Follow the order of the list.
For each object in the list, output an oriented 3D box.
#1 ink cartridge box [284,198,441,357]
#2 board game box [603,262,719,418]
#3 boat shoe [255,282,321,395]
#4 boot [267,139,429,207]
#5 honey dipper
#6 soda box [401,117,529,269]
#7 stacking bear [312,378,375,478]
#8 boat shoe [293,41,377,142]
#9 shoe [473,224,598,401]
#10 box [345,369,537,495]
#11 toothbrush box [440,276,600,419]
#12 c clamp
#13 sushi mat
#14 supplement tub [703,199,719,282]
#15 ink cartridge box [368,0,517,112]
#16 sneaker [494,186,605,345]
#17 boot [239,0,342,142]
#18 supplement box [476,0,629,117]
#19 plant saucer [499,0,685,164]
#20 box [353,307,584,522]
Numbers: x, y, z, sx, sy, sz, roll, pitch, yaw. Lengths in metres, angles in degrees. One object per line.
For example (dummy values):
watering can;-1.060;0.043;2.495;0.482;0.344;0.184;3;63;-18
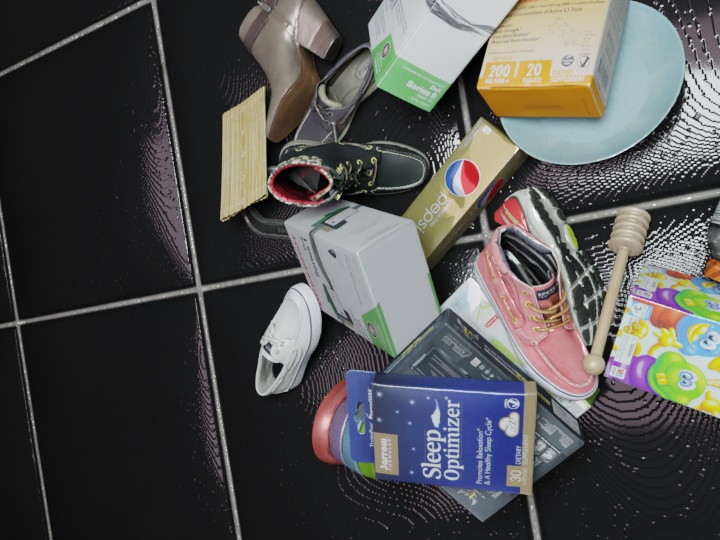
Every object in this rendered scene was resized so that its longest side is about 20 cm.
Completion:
ink cartridge box;0.000;0.000;0.778;0.200;0.084;0.146;24;139;57
board game box;0.373;0.081;0.638;0.200;0.105;0.103;19;119;25
boat shoe;-0.112;0.105;0.895;0.072;0.066;0.200;46;135;26
boot;-0.012;-0.117;0.784;0.203;0.154;0.074;5;111;1
honey dipper;0.275;0.021;0.676;0.038;0.038;0.200;12;64;27
soda box;0.120;-0.092;0.793;0.064;0.068;0.200;45;112;17
stacking bear;0.048;0.224;0.820;0.200;0.114;0.122;7;97;31
boat shoe;-0.036;-0.237;0.865;0.200;0.065;0.072;-44;77;26
shoe;0.195;0.045;0.676;0.071;0.091;0.200;-27;71;-12
box;0.081;0.170;0.658;0.200;0.032;0.121;2;110;14
toothbrush box;0.167;0.125;0.774;0.146;0.086;0.200;-47;71;22
c clamp;-0.102;-0.124;0.920;0.200;0.027;0.171;0;111;29
sushi mat;-0.173;-0.174;0.929;0.096;0.012;0.200;-21;60;30
supplement tub;0.422;-0.072;0.604;0.122;0.122;0.200;22;104;25
ink cartridge box;0.098;-0.310;0.716;0.200;0.084;0.146;-47;33;40
sneaker;0.226;-0.001;0.754;0.085;0.077;0.200;-31;77;47
boot;-0.121;-0.307;0.904;0.146;0.070;0.200;39;100;18
supplement box;0.218;-0.275;0.687;0.126;0.074;0.200;9;80;34
plant saucer;0.259;-0.208;0.710;0.201;0.039;0.201;-9;71;29
box;0.117;0.163;0.692;0.200;0.051;0.158;40;112;-3
